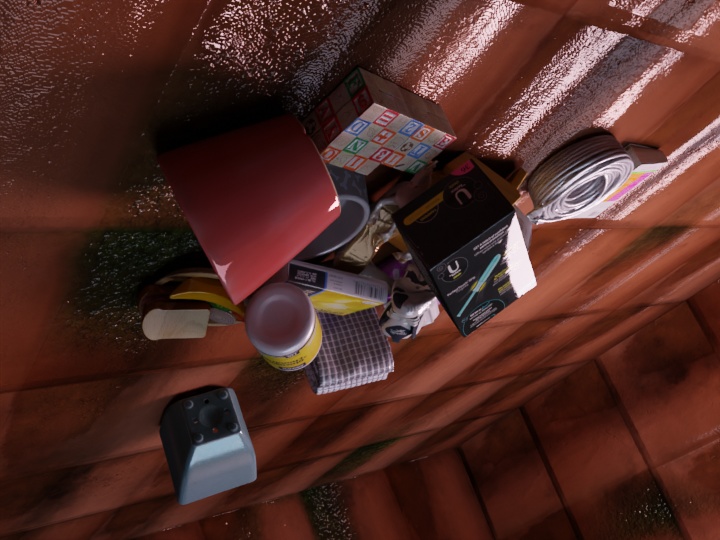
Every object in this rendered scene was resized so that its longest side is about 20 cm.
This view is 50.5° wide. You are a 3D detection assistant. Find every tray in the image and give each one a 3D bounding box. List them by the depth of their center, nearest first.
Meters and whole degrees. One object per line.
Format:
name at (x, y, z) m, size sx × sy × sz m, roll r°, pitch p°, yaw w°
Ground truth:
tray at (0.110, 0.088, 1.567) m, size 0.105 × 0.023 × 0.200 m, roll -21°, pitch 159°, yaw 3°

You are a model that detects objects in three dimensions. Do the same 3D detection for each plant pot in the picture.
plant pot at (-0.131, -0.090, 0.950) m, size 0.174 × 0.203 × 0.201 m, roll -29°, pitch 158°, yaw -9°
plant pot at (-0.345, 0.379, 1.748) m, size 0.191 × 0.199 × 0.202 m, roll -12°, pitch 147°, yaw -23°

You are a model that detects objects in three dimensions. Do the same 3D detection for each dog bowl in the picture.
dog bowl at (-0.074, -0.084, 1.166) m, size 0.195 × 0.060 × 0.201 m, roll -20°, pitch 156°, yaw -9°

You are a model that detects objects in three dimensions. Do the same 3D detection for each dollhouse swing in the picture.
dollhouse swing at (0.169, -0.129, 1.335) m, size 0.179 × 0.178 × 0.200 m, roll 32°, pitch 135°, yaw -12°

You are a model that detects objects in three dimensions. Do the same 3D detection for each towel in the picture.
towel at (-0.038, 0.120, 1.458) m, size 0.161 × 0.204 × 0.086 m, roll -10°, pitch 156°, yaw -23°

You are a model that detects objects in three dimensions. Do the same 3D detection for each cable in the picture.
cable at (0.412, -0.170, 1.435) m, size 0.196 × 0.071 × 0.200 m, roll -3°, pitch 148°, yaw -40°

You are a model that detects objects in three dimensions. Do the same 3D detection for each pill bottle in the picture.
pill bottle at (-0.119, 0.099, 1.236) m, size 0.109 × 0.114 × 0.201 m, roll -21°, pitch 163°, yaw -4°

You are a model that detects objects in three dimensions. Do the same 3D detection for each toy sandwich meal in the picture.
toy sandwich meal at (-0.258, 0.064, 1.230) m, size 0.199 × 0.072 × 0.207 m, roll 0°, pitch 151°, yaw 0°

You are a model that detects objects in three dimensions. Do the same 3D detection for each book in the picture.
book at (0.517, -0.174, 1.560) m, size 0.131 × 0.049 × 0.200 m, roll -5°, pitch 152°, yaw -43°

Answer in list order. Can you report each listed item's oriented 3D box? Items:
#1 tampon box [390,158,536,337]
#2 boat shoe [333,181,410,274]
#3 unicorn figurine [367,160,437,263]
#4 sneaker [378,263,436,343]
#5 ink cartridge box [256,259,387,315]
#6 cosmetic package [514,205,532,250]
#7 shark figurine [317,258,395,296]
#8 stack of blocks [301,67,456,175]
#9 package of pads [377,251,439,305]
tampon box at (0.160, -0.030, 1.150) m, size 0.148 × 0.127 × 0.201 m, roll -34°, pitch 141°, yaw 0°
boat shoe at (0.020, -0.080, 1.260) m, size 0.070 × 0.070 × 0.200 m, roll 32°, pitch 113°, yaw -34°
unicorn figurine at (0.083, -0.091, 1.193) m, size 0.137 × 0.074 × 0.200 m, roll -42°, pitch 144°, yaw 2°
sneaker at (0.077, 0.077, 1.308) m, size 0.200 × 0.077 × 0.133 m, roll -74°, pitch -179°, yaw -72°
ink cartridge box at (-0.086, 0.038, 1.300) m, size 0.193 × 0.048 × 0.198 m, roll 12°, pitch 160°, yaw -31°
cosmetic package at (0.222, -0.032, 1.431) m, size 0.199 × 0.074 × 0.102 m, roll -38°, pitch -164°, yaw 36°
shark figurine at (0.021, 0.001, 1.387) m, size 0.209 × 0.092 × 0.128 m, roll 20°, pitch 150°, yaw -13°
stack of blocks at (0.028, -0.189, 1.036) m, size 0.114 × 0.060 × 0.197 m, roll -37°, pitch 154°, yaw 30°
package of pads at (0.109, 0.027, 1.560) m, size 0.119 × 0.077 × 0.199 m, roll -32°, pitch 156°, yaw 16°
